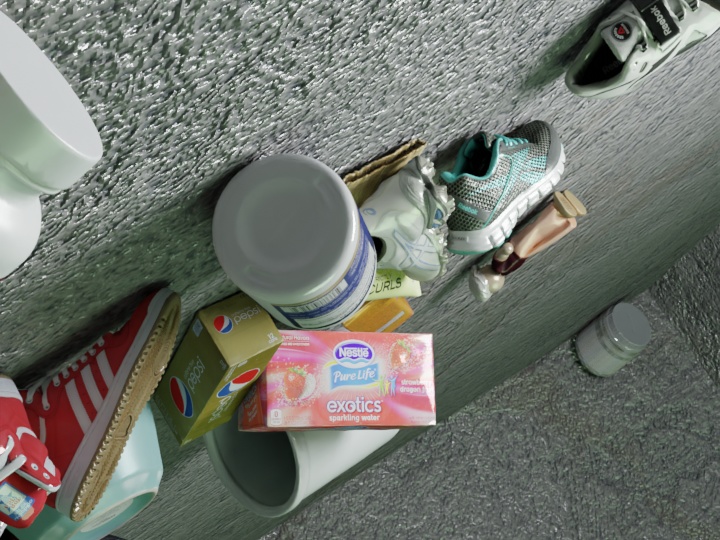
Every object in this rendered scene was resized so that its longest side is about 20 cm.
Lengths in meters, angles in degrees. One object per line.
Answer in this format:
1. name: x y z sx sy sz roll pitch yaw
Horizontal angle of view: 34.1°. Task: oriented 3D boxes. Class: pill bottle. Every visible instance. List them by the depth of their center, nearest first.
1. pill bottle: -0.214 -0.022 0.506 0.199 0.114 0.113 -37 166 7
2. pill bottle: -0.045 -0.014 0.944 0.110 0.112 0.200 -34 167 -1

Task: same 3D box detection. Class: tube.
1. tube: 0.000 0.000 1.152 0.199 0.052 0.059 -12 134 -54

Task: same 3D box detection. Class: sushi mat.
1. sushi mat: -0.007 -0.052 1.111 0.095 0.012 0.200 -30 166 -29

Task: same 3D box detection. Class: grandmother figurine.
1. grandmother figurine: 0.225 -0.029 1.659 0.200 0.061 0.120 -46 154 28

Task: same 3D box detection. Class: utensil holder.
1. utensil holder: -0.064 0.176 1.420 0.199 0.171 0.170 -23 163 -43

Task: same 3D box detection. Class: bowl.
1. bowl: -0.271 0.201 1.140 0.199 0.106 0.201 -32 166 -9

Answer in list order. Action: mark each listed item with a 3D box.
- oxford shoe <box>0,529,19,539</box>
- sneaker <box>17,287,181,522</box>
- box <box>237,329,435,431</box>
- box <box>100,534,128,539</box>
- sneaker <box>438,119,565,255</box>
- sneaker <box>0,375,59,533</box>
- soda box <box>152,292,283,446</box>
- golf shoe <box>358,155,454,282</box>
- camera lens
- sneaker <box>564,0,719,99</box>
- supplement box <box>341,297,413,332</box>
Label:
1. oxford shoe: -0.321 0.243 1.273 0.198 0.072 0.072 -18 177 -33
2. sneaker: -0.233 0.091 0.974 0.202 0.111 0.071 -64 166 -7
3. box: -0.026 0.118 1.258 0.197 0.105 0.094 4 169 -25
4. box: -0.335 0.312 1.195 0.197 0.052 0.157 -4 176 -29
5. sneaker: 0.140 -0.104 1.162 0.077 0.092 0.200 3 -142 36
6. sneaker: -0.284 0.134 0.828 0.071 0.113 0.200 -37 167 12
7. soda box: -0.147 0.101 1.185 0.067 0.064 0.200 -25 163 -33
8. golf shoe: 0.031 -0.033 1.101 0.096 0.079 0.201 -29 157 -8
9. camera lens: 0.746 0.208 3.489 0.159 0.161 0.200 -22 162 -41
10. sneaker: 0.265 -0.220 1.065 0.088 0.075 0.200 -21 161 -49
11. supplement box: 0.006 0.030 1.308 0.068 0.067 0.200 -36 167 5
